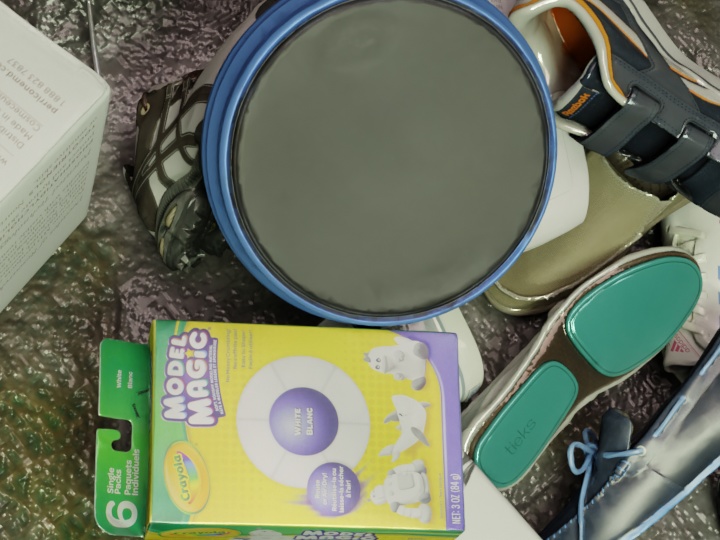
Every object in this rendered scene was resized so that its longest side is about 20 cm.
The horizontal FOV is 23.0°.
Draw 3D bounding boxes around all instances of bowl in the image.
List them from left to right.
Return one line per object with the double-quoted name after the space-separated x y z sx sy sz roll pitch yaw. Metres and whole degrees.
0.014 -0.064 0.967 0.200 0.039 0.202 -3 105 -12 "bowl"

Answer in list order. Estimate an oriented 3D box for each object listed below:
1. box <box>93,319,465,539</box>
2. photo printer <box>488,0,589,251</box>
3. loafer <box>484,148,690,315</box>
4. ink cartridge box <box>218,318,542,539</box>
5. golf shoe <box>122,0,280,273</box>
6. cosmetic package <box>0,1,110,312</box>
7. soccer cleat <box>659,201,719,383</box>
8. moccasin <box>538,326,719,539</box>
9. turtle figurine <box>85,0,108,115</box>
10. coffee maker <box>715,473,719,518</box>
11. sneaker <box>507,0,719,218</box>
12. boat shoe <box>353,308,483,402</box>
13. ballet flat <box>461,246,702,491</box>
-0.045 0.089 0.972 0.199 0.048 0.118 2 70 -10 "box"
0.047 -0.101 1.056 0.166 0.069 0.201 -8 80 -19 "photo printer"
0.154 -0.049 1.110 0.200 0.068 0.076 -38 68 3 "loafer"
-0.006 0.150 1.028 0.144 0.084 0.200 -39 82 -22 "ink cartridge box"
-0.093 -0.093 1.036 0.078 0.200 0.095 -18 58 -44 "golf shoe"
-0.258 -0.057 0.977 0.167 0.200 0.167 38 68 2 "cosmetic package"
0.222 0.019 1.128 0.086 0.070 0.201 -10 75 -30 "soccer cleat"
0.170 0.107 1.071 0.200 0.080 0.068 -41 90 0 "moccasin"
-0.113 -0.206 1.123 0.143 0.200 0.194 -17 42 24 "turtle figurine"
0.341 0.141 1.055 0.199 0.192 0.135 -23 94 -17 "coffee maker"
0.160 -0.092 1.022 0.200 0.078 0.079 47 52 2 "sneaker"
0.000 0.001 1.087 0.071 0.070 0.201 -27 83 -25 "boat shoe"
0.125 0.054 1.093 0.200 0.069 0.069 -44 85 -12 "ballet flat"
